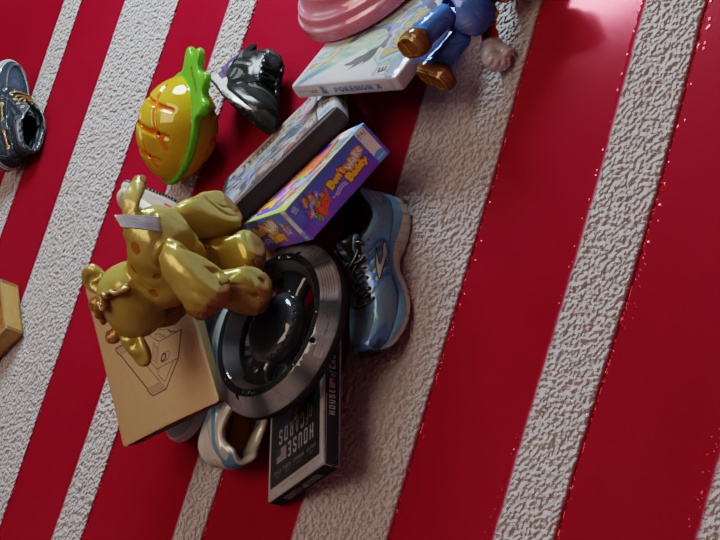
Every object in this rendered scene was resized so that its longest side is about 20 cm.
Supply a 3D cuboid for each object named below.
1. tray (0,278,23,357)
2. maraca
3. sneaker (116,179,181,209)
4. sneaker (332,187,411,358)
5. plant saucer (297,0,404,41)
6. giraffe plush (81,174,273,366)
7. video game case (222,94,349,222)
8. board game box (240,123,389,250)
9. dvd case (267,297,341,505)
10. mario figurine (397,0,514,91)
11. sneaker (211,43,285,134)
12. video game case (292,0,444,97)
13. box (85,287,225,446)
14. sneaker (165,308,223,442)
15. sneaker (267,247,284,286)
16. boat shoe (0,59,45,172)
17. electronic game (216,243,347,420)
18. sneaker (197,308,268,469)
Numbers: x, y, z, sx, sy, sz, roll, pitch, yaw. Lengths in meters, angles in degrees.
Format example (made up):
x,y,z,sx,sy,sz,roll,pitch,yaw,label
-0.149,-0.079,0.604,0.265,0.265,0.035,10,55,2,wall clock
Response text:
x,y,z,sx,sy,sz,roll,pitch,yaw,label
-0.592,0.115,2.125,0.200,0.037,0.099,-42,45,25,tray
-0.237,-0.203,1.834,0.201,0.106,0.138,-59,42,42,maraca
-0.258,-0.047,1.689,0.199,0.070,0.094,20,84,52,sneaker
0.000,0.000,1.507,0.078,0.090,0.202,-22,56,36,sneaker
0.000,-0.365,1.676,0.199,0.051,0.202,-27,36,21,plant saucer
-0.216,0.014,1.499,0.162,0.198,0.174,-48,42,32,giraffe plush
-0.092,-0.141,1.646,0.200,0.025,0.181,-42,16,13,video game case
-0.059,-0.089,1.561,0.135,0.045,0.200,-49,13,-17,board game box
-0.061,0.140,1.518,0.150,0.024,0.202,137,140,-54,dvd case
0.133,-0.293,1.489,0.106,0.124,0.201,34,78,21,mario figurine
-0.134,-0.245,1.770,0.088,0.076,0.200,-48,30,5,sneaker
0.034,-0.279,1.608,0.181,0.022,0.201,3,50,48,video game case
-0.241,0.083,1.608,0.163,0.021,0.202,-27,72,34,box
-0.239,0.099,1.684,0.079,0.130,0.202,-11,64,42,sneaker
-0.162,-0.026,1.694,0.199,0.090,0.076,4,73,48,sneaker
-0.554,-0.264,2.256,0.090,0.070,0.203,-22,63,37,boat shoe
-0.088,0.065,1.502,0.199,0.041,0.202,-27,49,37,electronic game
-0.132,0.128,1.590,0.080,0.076,0.203,-7,74,59,sneaker
